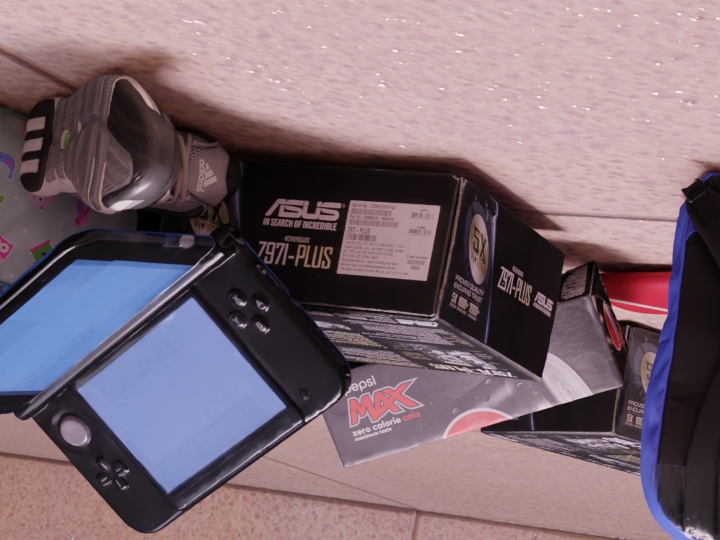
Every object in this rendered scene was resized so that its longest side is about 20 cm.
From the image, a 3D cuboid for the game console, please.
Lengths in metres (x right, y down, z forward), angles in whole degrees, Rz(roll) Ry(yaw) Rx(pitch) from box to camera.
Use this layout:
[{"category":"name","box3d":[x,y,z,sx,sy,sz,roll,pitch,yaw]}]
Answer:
[{"category":"game console","box3d":[-0.138,0.070,1.287,0.200,0.118,0.171,-37,97,34]}]

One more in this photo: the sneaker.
[{"category":"sneaker","box3d":[-0.110,-0.065,1.275,0.115,0.076,0.200,10,-179,-26]}]

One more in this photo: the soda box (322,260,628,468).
[{"category":"soda box","box3d":[0.072,0.063,1.487,0.199,0.071,0.063,-18,-165,16]}]

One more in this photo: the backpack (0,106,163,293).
[{"category":"backpack","box3d":[-0.217,-0.024,1.398,0.199,0.168,0.126,21,146,-34]}]

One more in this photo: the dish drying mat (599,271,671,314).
[{"category":"dish drying mat","box3d":[0.241,0.016,1.462,0.199,0.018,0.077,1,165,42]}]

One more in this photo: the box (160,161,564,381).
[{"category":"box","box3d":[0.000,0.000,1.385,0.199,0.087,0.164,5,167,29]}]

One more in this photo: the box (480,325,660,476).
[{"category":"box","box3d":[0.223,0.108,1.781,0.199,0.087,0.163,17,168,-32]}]

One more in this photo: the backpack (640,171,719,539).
[{"category":"backpack","box3d":[0.239,0.068,1.239,0.161,0.201,0.168,8,169,8]}]
